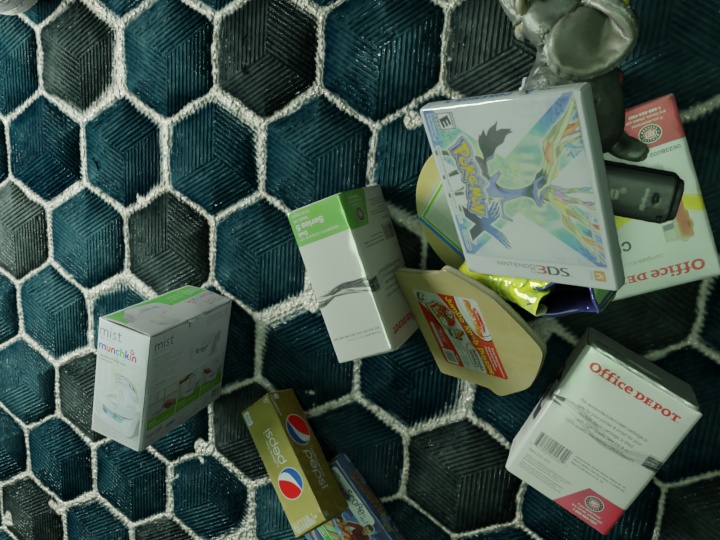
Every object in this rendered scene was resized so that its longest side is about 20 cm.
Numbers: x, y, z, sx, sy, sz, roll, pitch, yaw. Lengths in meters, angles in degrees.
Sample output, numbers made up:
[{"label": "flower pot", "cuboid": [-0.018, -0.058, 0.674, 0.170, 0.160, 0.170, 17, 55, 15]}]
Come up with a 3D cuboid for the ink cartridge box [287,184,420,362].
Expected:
[{"label": "ink cartridge box", "cuboid": [0.000, 0.000, 0.804, 0.083, 0.145, 0.203, -17, 94, 24]}]

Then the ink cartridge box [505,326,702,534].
[{"label": "ink cartridge box", "cuboid": [0.295, 0.196, 0.761, 0.144, 0.084, 0.202, 31, 112, 13]}]

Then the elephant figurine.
[{"label": "elephant figurine", "cuboid": [0.201, -0.220, 0.595, 0.141, 0.153, 0.203, 44, 134, 52]}]

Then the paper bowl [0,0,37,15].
[{"label": "paper bowl", "cuboid": [-0.554, -0.503, 0.942, 0.198, 0.104, 0.204, 4, 102, 21]}]

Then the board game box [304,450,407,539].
[{"label": "board game box", "cuboid": [-0.019, 0.401, 0.956, 0.135, 0.034, 0.201, -37, 86, 23]}]

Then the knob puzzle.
[{"label": "knob puzzle", "cuboid": [0.147, 0.072, 0.753, 0.219, 0.030, 0.221, 36, 149, 25]}]

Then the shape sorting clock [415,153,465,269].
[{"label": "shape sorting clock", "cuboid": [0.155, -0.068, 0.757, 0.199, 0.039, 0.202, 28, 137, 29]}]

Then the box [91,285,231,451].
[{"label": "box", "cuboid": [-0.291, 0.137, 0.920, 0.095, 0.200, 0.179, 15, 107, 18]}]

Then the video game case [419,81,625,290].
[{"label": "video game case", "cuboid": [0.158, -0.077, 0.611, 0.181, 0.022, 0.202, 9, 128, 47]}]

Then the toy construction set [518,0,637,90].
[{"label": "toy construction set", "cuboid": [0.231, -0.259, 0.687, 0.129, 0.092, 0.203, 9, 114, -6]}]

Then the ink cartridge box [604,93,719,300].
[{"label": "ink cartridge box", "cuboid": [0.307, -0.077, 0.700, 0.143, 0.083, 0.203, -17, 95, 24]}]

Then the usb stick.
[{"label": "usb stick", "cuboid": [0.235, -0.094, 0.653, 0.197, 0.033, 0.056, 13, 103, 13]}]

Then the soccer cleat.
[{"label": "soccer cleat", "cuboid": [0.187, 0.015, 0.693, 0.198, 0.084, 0.065, -2, 132, 41]}]

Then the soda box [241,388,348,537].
[{"label": "soda box", "cuboid": [-0.099, 0.284, 0.919, 0.064, 0.067, 0.202, -37, 70, 24]}]
